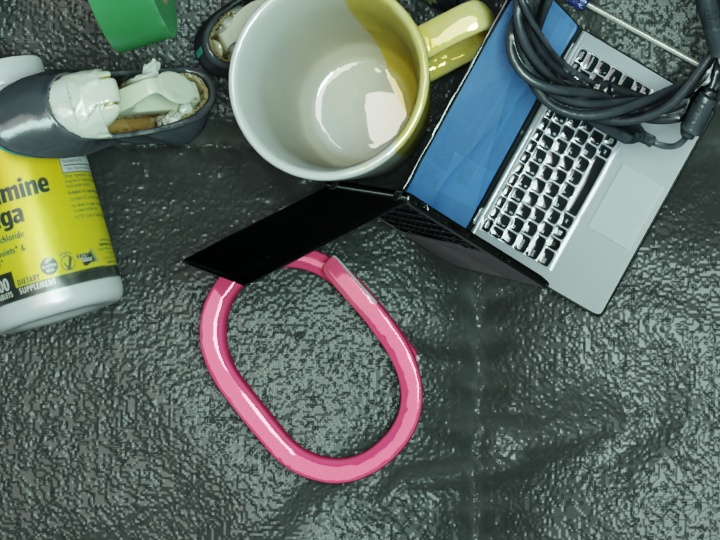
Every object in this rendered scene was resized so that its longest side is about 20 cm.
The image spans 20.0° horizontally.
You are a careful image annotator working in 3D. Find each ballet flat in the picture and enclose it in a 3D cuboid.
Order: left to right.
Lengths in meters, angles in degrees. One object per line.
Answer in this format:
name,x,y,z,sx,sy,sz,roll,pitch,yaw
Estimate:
ballet flat,-0.189,-0.128,1.547,0.073,0.199,0.074,7,99,45
ballet flat,-0.042,-0.212,1.603,0.199,0.073,0.073,-28,87,3

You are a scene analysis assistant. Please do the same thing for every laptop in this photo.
laptop,0.000,0.000,1.499,0.199,0.187,0.117,31,86,-19
laptop,0.153,-0.090,1.538,0.199,0.116,0.188,30,91,-6

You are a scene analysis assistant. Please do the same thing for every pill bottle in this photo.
pill bottle,-0.263,-0.059,1.591,0.112,0.112,0.202,-17,87,3

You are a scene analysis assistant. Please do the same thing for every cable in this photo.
cable,0.197,-0.176,1.463,0.199,0.051,0.163,28,116,-26

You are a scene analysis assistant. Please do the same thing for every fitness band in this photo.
fitness band,-0.038,0.073,1.612,0.143,0.037,0.200,-40,85,5

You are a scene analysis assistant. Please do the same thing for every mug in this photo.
mug,0.007,-0.131,1.547,0.185,0.153,0.151,7,86,11

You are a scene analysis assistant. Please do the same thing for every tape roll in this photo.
tape roll,-0.191,-0.269,1.548,0.048,0.200,0.202,-15,87,4

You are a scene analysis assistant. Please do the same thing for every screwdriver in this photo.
screwdriver,0.191,-0.199,1.603,0.199,0.028,0.029,34,62,8

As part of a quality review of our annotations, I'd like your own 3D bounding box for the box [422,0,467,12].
box,0.100,-0.300,1.551,0.051,0.158,0.201,27,90,5
